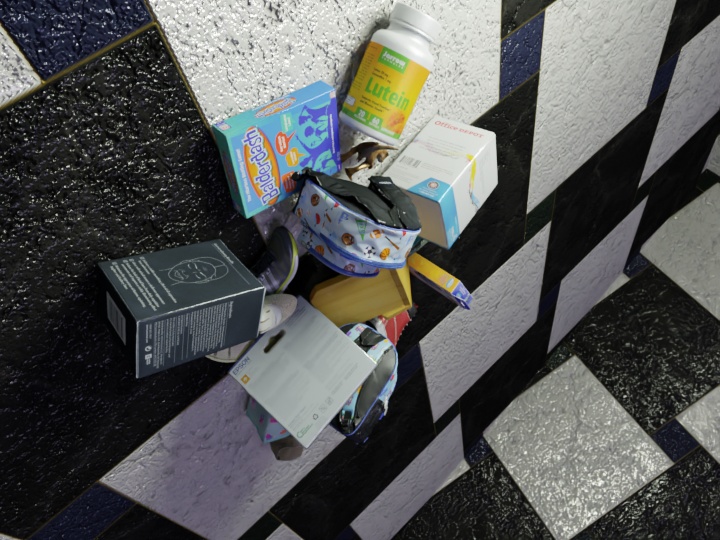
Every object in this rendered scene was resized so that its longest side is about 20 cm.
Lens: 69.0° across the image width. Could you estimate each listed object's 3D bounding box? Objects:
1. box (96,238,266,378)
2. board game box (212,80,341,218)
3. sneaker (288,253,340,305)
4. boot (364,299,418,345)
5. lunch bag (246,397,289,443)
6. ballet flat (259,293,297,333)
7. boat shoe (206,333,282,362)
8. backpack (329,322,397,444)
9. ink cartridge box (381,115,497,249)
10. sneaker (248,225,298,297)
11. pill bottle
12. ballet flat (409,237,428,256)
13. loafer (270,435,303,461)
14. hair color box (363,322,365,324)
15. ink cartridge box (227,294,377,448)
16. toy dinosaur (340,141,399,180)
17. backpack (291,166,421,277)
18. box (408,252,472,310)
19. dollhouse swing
[{"bbox_3d":[-0.272,0.049,0.797,0.199,0.148,0.108,-16,133,-40],"label":"box"},{"bbox_3d":[-0.123,-0.193,0.837,0.199,0.045,0.153,-32,142,-25],"label":"board game box"},{"bbox_3d":[-0.093,0.011,1.051,0.200,0.076,0.091,-47,141,-23],"label":"sneaker"},{"bbox_3d":[0.088,0.151,1.271,0.144,0.072,0.201,-33,140,-25],"label":"boot"},{"bbox_3d":[-0.139,0.271,1.184,0.199,0.122,0.172,-6,125,-39],"label":"lunch bag"},{"bbox_3d":[-0.198,0.092,0.913,0.198,0.062,0.068,-13,125,-22],"label":"ballet flat"},{"bbox_3d":[-0.234,0.130,0.978,0.199,0.068,0.075,19,90,-31],"label":"boat shoe"},{"bbox_3d":[-0.013,0.218,1.056,0.201,0.182,0.135,-54,147,-14],"label":"backpack"},{"bbox_3d":[0.165,-0.181,1.063,0.200,0.146,0.146,-50,146,-19],"label":"ink cartridge box"},{"bbox_3d":[-0.175,0.012,0.948,0.080,0.074,0.201,2,117,-45],"label":"sneaker"},{"bbox_3d":[0.052,-0.321,0.863,0.111,0.111,0.201,3,119,-50],"label":"pill bottle"},{"bbox_3d":[0.146,-0.095,1.236,0.199,0.074,0.075,-34,143,-20],"label":"ballet flat"},{"bbox_3d":[-0.162,0.416,1.252,0.075,0.069,0.200,-12,166,-29],"label":"loafer"},{"bbox_3d":[0.024,0.098,1.262,0.111,0.064,0.200,-48,145,-3],"label":"hair color box"},{"bbox_3d":[-0.104,0.182,0.964,0.197,0.200,0.043,-47,168,-13],"label":"ink cartridge box"},{"bbox_3d":[0.011,-0.210,0.928,0.106,0.061,0.200,-29,-171,11],"label":"toy dinosaur"},{"bbox_3d":[-0.003,-0.073,0.868,0.199,0.190,0.155,-3,117,-42],"label":"backpack"},{"bbox_3d":[0.186,0.022,1.256,0.042,0.199,0.119,-54,146,-3],"label":"box"},{"bbox_3d":[0.000,0.000,1.063,0.174,0.183,0.200,-10,147,13],"label":"dollhouse swing"}]
